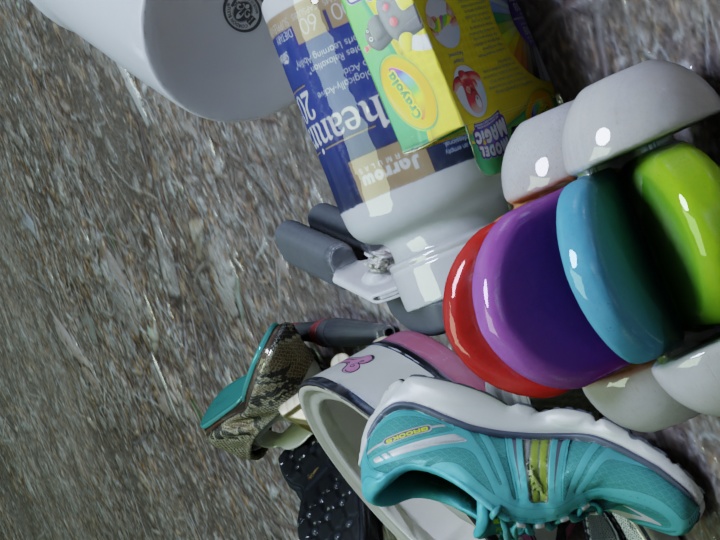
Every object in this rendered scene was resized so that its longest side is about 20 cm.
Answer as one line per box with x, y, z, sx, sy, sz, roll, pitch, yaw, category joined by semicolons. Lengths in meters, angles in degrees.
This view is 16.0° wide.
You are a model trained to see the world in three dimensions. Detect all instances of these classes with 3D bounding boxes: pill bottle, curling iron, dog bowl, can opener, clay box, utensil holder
0.028;-0.083;1.476;0.200;0.111;0.111;68;160;1;pill bottle
-0.016;0.052;1.873;0.050;0.026;0.200;48;158;-10;curling iron
0.055;0.122;1.617;0.200;0.074;0.200;43;164;15;dog bowl
0.000;0.000;1.658;0.200;0.053;0.067;30;143;63;can opener
0.038;-0.145;1.384;0.048;0.115;0.200;-21;90;32;clay box
-0.115;-0.200;1.645;0.200;0.170;0.170;40;146;51;utensil holder

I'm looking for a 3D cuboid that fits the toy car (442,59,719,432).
0.118;0.002;1.279;0.175;0.150;0.200;68;160;1;toy car

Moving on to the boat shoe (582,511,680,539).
0.155;0.221;1.501;0.200;0.093;0.075;66;160;5;boat shoe

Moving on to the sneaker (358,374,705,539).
0.096;0.124;1.460;0.200;0.080;0.078;11;148;15;sneaker

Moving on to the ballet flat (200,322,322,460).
-0.061;0.095;1.911;0.075;0.068;0.200;31;153;-4;ballet flat

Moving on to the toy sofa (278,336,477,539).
0.039;0.149;1.763;0.200;0.098;0.083;57;-170;27;toy sofa

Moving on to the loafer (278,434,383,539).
-0.010;0.177;1.894;0.070;0.068;0.201;40;-172;-21;loafer

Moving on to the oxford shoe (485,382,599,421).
0.102;0.033;1.470;0.058;0.075;0.200;51;159;33;oxford shoe
